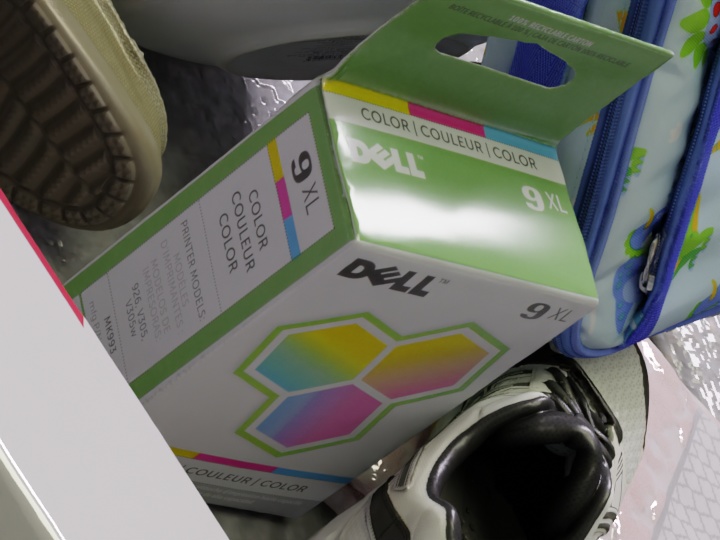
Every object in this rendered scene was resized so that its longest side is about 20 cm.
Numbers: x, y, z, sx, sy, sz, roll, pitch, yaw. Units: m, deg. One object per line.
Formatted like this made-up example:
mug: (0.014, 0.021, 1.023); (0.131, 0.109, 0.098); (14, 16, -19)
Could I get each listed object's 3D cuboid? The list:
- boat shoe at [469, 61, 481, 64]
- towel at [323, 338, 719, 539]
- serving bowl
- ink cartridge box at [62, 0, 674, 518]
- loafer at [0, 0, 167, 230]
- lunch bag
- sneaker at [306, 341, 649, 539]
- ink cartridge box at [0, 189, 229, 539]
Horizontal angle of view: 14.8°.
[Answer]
boat shoe: (0.038, -0.029, 0.971); (0.199, 0.074, 0.075); (-10, 49, -40)
towel: (0.078, 0.076, 1.006); (0.191, 0.032, 0.200); (46, 34, -11)
serving bowl: (-0.007, -0.104, 0.935); (0.199, 0.199, 0.066); (2, 83, -49)
ink cartridge box: (0.000, 0.000, 0.828); (0.103, 0.200, 0.060); (14, 51, -42)
loafer: (-0.123, -0.104, 0.882); (0.200, 0.076, 0.068); (52, 40, -1)
lunch bag: (0.108, -0.075, 0.901); (0.082, 0.201, 0.160); (34, 34, 32)
sneaker: (0.058, 0.068, 0.891); (0.076, 0.088, 0.200); (50, 41, -3)
ink cartridge box: (-0.150, 0.064, 0.589); (0.145, 0.199, 0.084); (56, 14, 4)
